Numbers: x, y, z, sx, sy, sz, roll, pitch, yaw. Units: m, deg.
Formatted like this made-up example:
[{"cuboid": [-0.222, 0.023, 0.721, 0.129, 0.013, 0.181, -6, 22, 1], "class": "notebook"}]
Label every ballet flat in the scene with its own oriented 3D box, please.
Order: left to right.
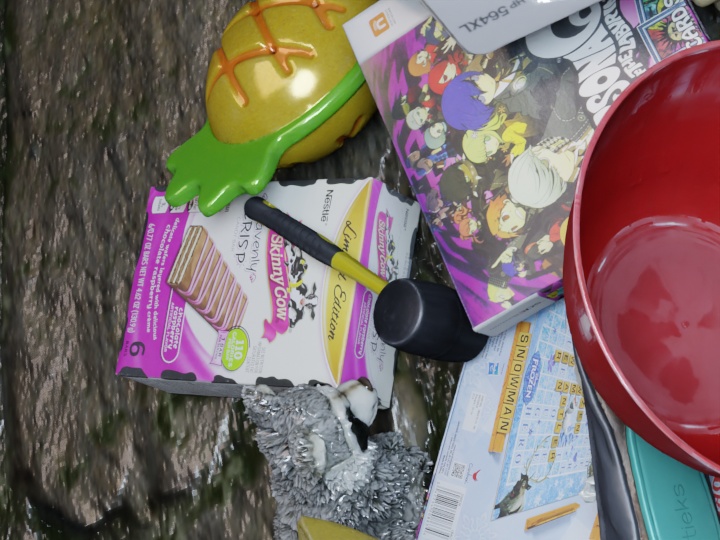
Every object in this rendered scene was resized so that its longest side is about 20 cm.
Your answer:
[{"cuboid": [0.133, 0.064, 0.735, 0.072, 0.073, 0.203, -16, 72, 32], "class": "ballet flat"}]

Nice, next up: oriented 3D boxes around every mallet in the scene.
[{"cuboid": [0.000, 0.000, 0.880, 0.200, 0.065, 0.042, 35, 103, 51], "class": "mallet"}]

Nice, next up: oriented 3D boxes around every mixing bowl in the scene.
[{"cuboid": [0.168, 0.009, 0.665, 0.108, 0.197, 0.203, 132, 142, -68], "class": "mixing bowl"}]

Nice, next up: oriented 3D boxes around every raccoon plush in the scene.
[{"cuboid": [-0.033, 0.157, 0.860, 0.096, 0.133, 0.202, 15, 85, 38], "class": "raccoon plush"}]

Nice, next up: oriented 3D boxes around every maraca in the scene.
[{"cuboid": [-0.052, -0.115, 0.966, 0.201, 0.107, 0.137, -52, 32, -16], "class": "maraca"}]

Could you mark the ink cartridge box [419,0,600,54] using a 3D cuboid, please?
[{"cuboid": [0.091, -0.233, 0.766, 0.145, 0.084, 0.202, -23, 49, 27], "class": "ink cartridge box"}]

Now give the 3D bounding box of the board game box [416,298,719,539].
[{"cuboid": [0.141, 0.082, 0.801, 0.198, 0.041, 0.203, 12, 83, 40], "class": "board game box"}]

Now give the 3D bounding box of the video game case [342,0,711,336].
[{"cuboid": [0.102, -0.095, 0.805, 0.180, 0.036, 0.202, -30, 71, 22], "class": "video game case"}]

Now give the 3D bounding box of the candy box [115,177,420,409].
[{"cuboid": [-0.064, 0.014, 0.978, 0.198, 0.061, 0.138, 0, 75, 37], "class": "candy box"}]

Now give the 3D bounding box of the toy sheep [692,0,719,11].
[{"cuboid": [0.225, -0.209, 0.788, 0.137, 0.138, 0.202, -26, 87, 28], "class": "toy sheep"}]

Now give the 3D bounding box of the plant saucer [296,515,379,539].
[{"cuboid": [0.039, 0.245, 0.764, 0.048, 0.202, 0.200, -22, 45, -16], "class": "plant saucer"}]
